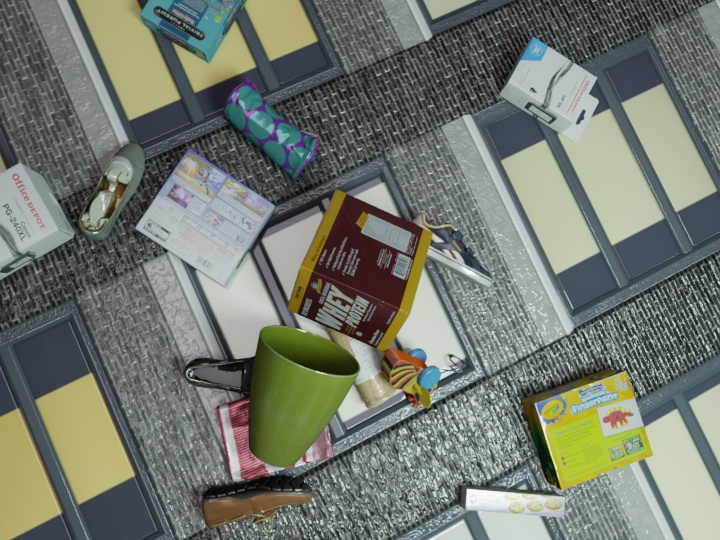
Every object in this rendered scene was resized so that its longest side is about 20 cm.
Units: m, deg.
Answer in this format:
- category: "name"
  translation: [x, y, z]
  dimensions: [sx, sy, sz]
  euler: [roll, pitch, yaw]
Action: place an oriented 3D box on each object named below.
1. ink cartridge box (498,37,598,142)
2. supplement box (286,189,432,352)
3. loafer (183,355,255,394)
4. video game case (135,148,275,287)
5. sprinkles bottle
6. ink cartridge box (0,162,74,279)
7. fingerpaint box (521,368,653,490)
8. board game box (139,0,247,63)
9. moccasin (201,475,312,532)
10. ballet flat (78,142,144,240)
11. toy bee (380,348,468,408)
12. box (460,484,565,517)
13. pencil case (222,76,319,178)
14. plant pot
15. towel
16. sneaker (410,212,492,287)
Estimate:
- category: "ink cartridge box"
  translation: [0.403, -0.371, 1.242]
  dimensions: [0.198, 0.068, 0.117]
  euler: [31, 81, -2]
- category: "supplement box"
  translation: [0.000, 0.000, 1.083]
  dimensions: [0.197, 0.134, 0.199]
  euler: [23, 51, -2]
- category: "loafer"
  translation: [-0.227, 0.195, 1.109]
  dimensions: [0.196, 0.063, 0.073]
  euler: [1, 85, -6]
- category: "video game case"
  translation: [-0.293, -0.099, 1.147]
  dimensions: [0.198, 0.045, 0.183]
  euler: [33, 82, -2]
- category: "sprinkles bottle"
  translation: [-0.005, 0.156, 1.135]
  dimensions: [0.067, 0.068, 0.202]
  euler: [-28, 87, -8]
- category: "ink cartridge box"
  translation: [-0.651, -0.079, 1.088]
  dimensions: [0.198, 0.083, 0.147]
  euler: [-32, 87, -8]
- category: "fingerpaint box"
  translation: [0.435, 0.302, 1.162]
  dimensions: [0.196, 0.073, 0.170]
  euler: [-17, 86, -8]
- category: "board game box"
  translation: [-0.319, -0.542, 1.197]
  dimensions: [0.149, 0.047, 0.202]
  euler: [29, 81, -2]
- category: "moccasin"
  translation: [-0.184, 0.424, 1.083]
  dimensions: [0.197, 0.074, 0.079]
  euler: [-9, 95, -10]
- category: "ballet flat"
  translation: [-0.464, -0.152, 1.127]
  dimensions: [0.066, 0.064, 0.203]
  euler: [22, 81, -3]
- category: "toy bee"
  translation: [0.109, 0.211, 1.120]
  dimensions: [0.197, 0.131, 0.110]
  euler: [23, 109, -20]
- category: "box"
  translation: [0.291, 0.440, 1.147]
  dimensions: [0.196, 0.039, 0.042]
  euler: [7, 81, -5]
- category: "pencil case"
  translation: [-0.170, -0.273, 1.162]
  dimensions: [0.199, 0.085, 0.093]
  euler: [39, 97, -1]
- category: "plant pot"
  translation: [-0.119, 0.228, 1.047]
  dimensions: [0.184, 0.187, 0.203]
  euler: [20, 100, -3]
- category: "towel"
  translation: [-0.158, 0.300, 1.121]
  dimensions: [0.196, 0.023, 0.147]
  euler: [-12, 87, -7]
- category: "sneaker"
  translation: [0.180, -0.042, 1.174]
  dimensions: [0.198, 0.078, 0.080]
  euler: [30, 87, 0]
